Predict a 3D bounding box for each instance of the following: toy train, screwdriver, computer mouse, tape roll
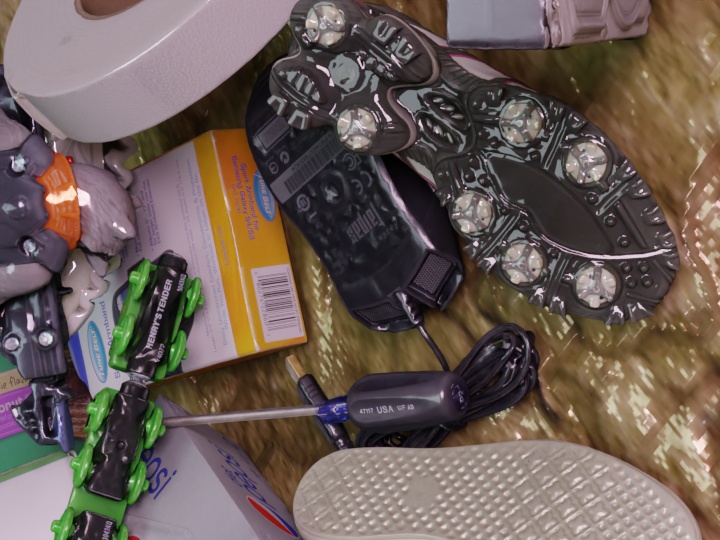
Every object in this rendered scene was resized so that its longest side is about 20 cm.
[{"bbox_3d":[-0.126,0.087,0.809,0.056,0.041,0.202,151,137,-67],"label":"toy train"},{"bbox_3d":[-0.029,0.071,0.771,0.199,0.028,0.029,-14,123,42],"label":"screwdriver"},{"bbox_3d":[0.000,0.000,0.773,0.201,0.046,0.140,55,129,12],"label":"computer mouse"},{"bbox_3d":[-0.087,-0.148,0.757,0.202,0.037,0.204,-28,38,24],"label":"tape roll"}]

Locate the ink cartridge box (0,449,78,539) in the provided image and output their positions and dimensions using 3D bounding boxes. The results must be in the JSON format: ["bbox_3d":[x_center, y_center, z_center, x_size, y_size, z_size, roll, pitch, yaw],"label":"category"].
[{"bbox_3d":[-0.211,0.186,0.910,0.200,0.145,0.084,101,146,-70],"label":"ink cartridge box"}]

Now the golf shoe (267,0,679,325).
[{"bbox_3d":[0.057,-0.056,0.680,0.199,0.088,0.078,38,112,12],"label":"golf shoe"}]

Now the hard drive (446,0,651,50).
[{"bbox_3d":[0.073,-0.149,0.554,0.037,0.200,0.141,3,99,19],"label":"hard drive"}]

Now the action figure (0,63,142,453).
[{"bbox_3d":[-0.197,0.005,0.777,0.105,0.191,0.202,-151,46,-85],"label":"action figure"}]

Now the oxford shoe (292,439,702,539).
[{"bbox_3d":[0.061,0.118,0.707,0.198,0.076,0.058,0,140,34],"label":"oxford shoe"}]

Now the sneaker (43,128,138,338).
[{"bbox_3d":[-0.162,-0.062,0.859,0.075,0.080,0.202,-1,77,62],"label":"sneaker"}]

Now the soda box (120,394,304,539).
[{"bbox_3d":[-0.074,0.136,0.796,0.069,0.063,0.200,-53,26,1],"label":"soda box"}]

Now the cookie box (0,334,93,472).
[{"bbox_3d":[-0.244,0.050,0.963,0.075,0.170,0.202,-28,76,44],"label":"cookie box"}]

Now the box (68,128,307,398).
[{"bbox_3d":[-0.113,0.003,0.905,0.199,0.041,0.120,-18,83,51],"label":"box"}]
